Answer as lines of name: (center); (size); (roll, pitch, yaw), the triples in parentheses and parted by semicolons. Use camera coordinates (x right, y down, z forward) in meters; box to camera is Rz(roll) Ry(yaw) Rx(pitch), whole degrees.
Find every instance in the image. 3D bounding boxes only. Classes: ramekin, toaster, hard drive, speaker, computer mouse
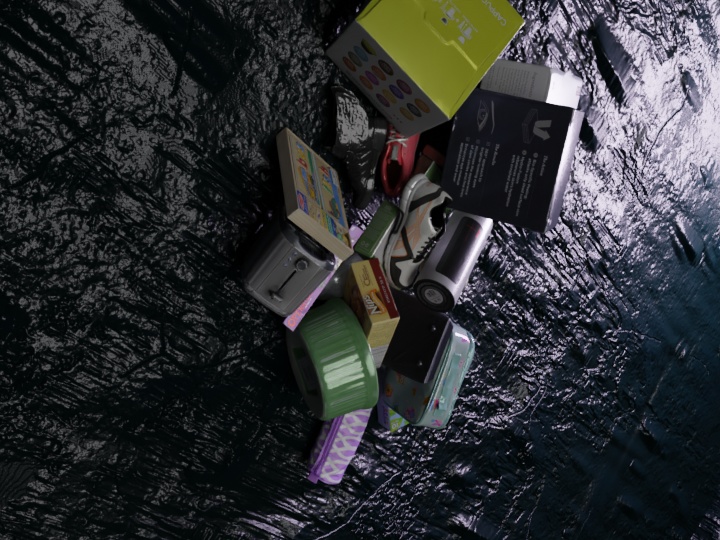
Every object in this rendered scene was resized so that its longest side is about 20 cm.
ramekin: (-0.055, 0.158, 1.284); (0.096, 0.200, 0.205); (-18, 118, -20)
toaster: (-0.117, -0.021, 1.181); (0.113, 0.201, 0.130); (37, 106, -21)
hard drive: (0.078, 0.112, 1.356); (0.042, 0.198, 0.138); (19, 94, -45)
speaker: (0.166, -0.026, 1.312); (0.202, 0.080, 0.082); (-58, 134, -35)
computer mouse: (0.000, 0.000, 1.357); (0.197, 0.044, 0.112); (-29, 123, -24)

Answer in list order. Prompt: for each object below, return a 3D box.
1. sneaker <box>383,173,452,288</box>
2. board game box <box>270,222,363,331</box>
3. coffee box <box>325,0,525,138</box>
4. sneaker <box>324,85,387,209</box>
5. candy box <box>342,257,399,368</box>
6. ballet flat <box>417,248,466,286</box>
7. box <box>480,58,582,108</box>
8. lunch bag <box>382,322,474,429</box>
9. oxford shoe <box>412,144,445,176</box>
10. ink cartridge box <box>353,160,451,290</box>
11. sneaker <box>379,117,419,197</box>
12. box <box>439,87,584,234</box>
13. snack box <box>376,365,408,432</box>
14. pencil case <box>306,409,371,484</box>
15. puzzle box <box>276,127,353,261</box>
sneaker: (0.096, -0.054, 1.244); (0.073, 0.079, 0.204); (-20, 131, -46)
board game box: (-0.076, 0.006, 1.256); (0.032, 0.120, 0.202); (38, 83, -20)
coffee box: (0.094, -0.361, 1.152); (0.199, 0.197, 0.201); (42, 81, -14)
sneaker: (-0.018, -0.203, 1.257); (0.101, 0.060, 0.204); (6, 121, -16)
candy box: (0.010, 0.082, 1.286); (0.054, 0.118, 0.201); (-12, 152, -15)
ballet flat: (0.169, 0.002, 1.413); (0.069, 0.074, 0.199); (-61, 158, 2)
box: (0.306, -0.276, 1.380); (0.197, 0.128, 0.205); (-13, 117, -57)
lunch bag: (0.126, 0.188, 1.380); (0.076, 0.159, 0.205); (16, 95, -36)
oxford shoe: (0.147, -0.163, 1.376); (0.075, 0.070, 0.199); (-53, 146, 4)
ink cartridge box: (0.084, -0.082, 1.316); (0.202, 0.047, 0.146); (-58, 146, -8)
sneaker: (0.071, -0.221, 1.281); (0.072, 0.087, 0.205); (6, 110, 9)
box: (0.249, -0.188, 1.241); (0.117, 0.196, 0.202); (-19, 123, -63)
snack box: (0.096, 0.204, 1.498); (0.140, 0.053, 0.205); (-18, 116, -28)
pencil case: (-0.037, 0.305, 1.418); (0.204, 0.082, 0.085); (-69, 165, 4)
puzzle box: (-0.074, -0.123, 1.170); (0.025, 0.203, 0.132); (-34, 134, 22)
